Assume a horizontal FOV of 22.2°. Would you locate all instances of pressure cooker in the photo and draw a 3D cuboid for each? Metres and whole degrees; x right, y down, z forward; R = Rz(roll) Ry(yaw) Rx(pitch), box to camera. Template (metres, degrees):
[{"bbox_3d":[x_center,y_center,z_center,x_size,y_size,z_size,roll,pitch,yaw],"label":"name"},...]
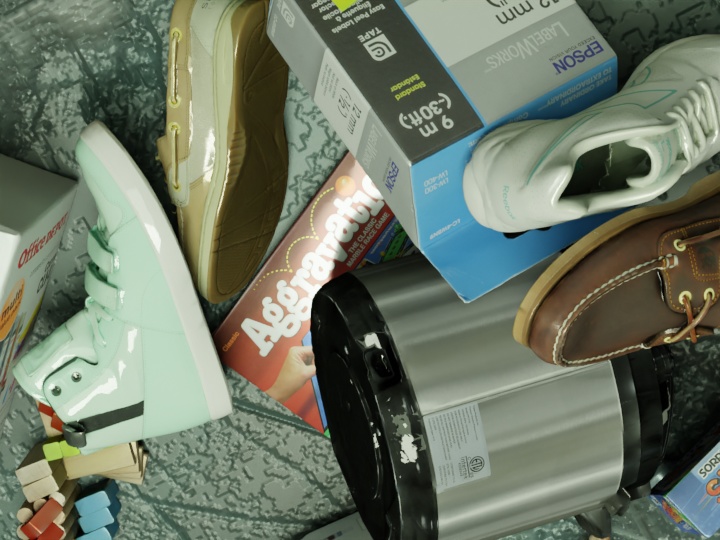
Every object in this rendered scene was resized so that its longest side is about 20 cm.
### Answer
[{"bbox_3d":[0.087,0.066,1.061,0.200,0.179,0.176,-16,143,-12],"label":"pressure cooker"}]

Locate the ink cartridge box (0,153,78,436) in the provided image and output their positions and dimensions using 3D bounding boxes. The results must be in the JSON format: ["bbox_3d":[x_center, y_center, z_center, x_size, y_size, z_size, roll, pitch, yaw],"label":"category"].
[{"bbox_3d":[-0.277,0.025,1.108,0.144,0.145,0.200,19,107,0],"label":"ink cartridge box"}]

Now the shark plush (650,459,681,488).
[{"bbox_3d":[0.258,0.114,1.146,0.200,0.091,0.083,-10,85,29],"label":"shark plush"}]

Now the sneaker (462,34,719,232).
[{"bbox_3d":[0.155,-0.068,0.975,0.200,0.080,0.071,-28,110,-23],"label":"sneaker"}]

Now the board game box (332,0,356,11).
[{"bbox_3d":[0.028,-0.244,0.997,0.102,0.048,0.200,47,64,-8],"label":"board game box"}]

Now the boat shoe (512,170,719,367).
[{"bbox_3d":[0.168,0.003,0.965,0.070,0.200,0.070,41,140,28],"label":"boat shoe"}]

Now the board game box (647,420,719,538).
[{"bbox_3d":[0.251,0.071,1.051,0.200,0.135,0.034,-44,82,-2],"label":"board game box"}]

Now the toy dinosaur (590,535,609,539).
[{"bbox_3d":[0.158,0.237,1.120,0.135,0.200,0.086,32,139,33],"label":"toy dinosaur"}]

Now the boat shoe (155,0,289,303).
[{"bbox_3d":[-0.087,-0.077,1.106,0.066,0.074,0.200,24,121,27],"label":"boat shoe"}]

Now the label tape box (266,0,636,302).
[{"bbox_3d":[0.061,-0.102,1.014,0.143,0.066,0.200,-29,71,-20],"label":"label tape box"}]

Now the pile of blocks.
[{"bbox_3d":[-0.185,0.145,1.177,0.082,0.062,0.200,10,106,3],"label":"pile of blocks"}]

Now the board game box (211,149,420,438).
[{"bbox_3d":[0.000,0.000,1.142,0.103,0.019,0.200,36,105,-4],"label":"board game box"}]

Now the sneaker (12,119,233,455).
[{"bbox_3d":[-0.160,0.018,1.094,0.118,0.074,0.201,-21,109,-9],"label":"sneaker"}]

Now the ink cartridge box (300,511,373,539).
[{"bbox_3d":[-0.039,0.209,1.108,0.200,0.162,0.050,-19,103,-6],"label":"ink cartridge box"}]
